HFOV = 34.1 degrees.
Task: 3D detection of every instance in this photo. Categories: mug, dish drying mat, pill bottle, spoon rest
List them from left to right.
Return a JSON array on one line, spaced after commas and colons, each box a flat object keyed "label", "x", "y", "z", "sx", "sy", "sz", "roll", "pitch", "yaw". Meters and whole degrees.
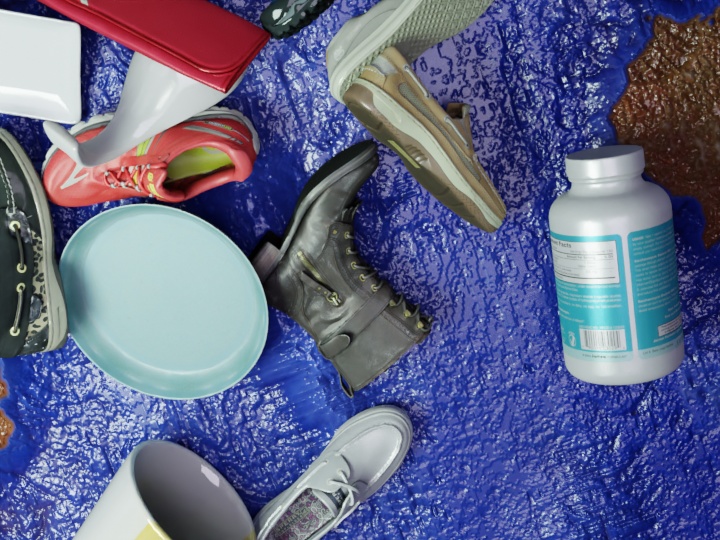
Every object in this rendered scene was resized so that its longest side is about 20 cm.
[{"label": "mug", "x": -0.198, "y": 0.272, "z": 1.072, "sx": 0.149, "sy": 0.187, "sz": 0.153, "roll": 37, "pitch": 107, "yaw": -25}, {"label": "dish drying mat", "x": -0.179, "y": -0.219, "z": 0.993, "sx": 0.198, "sy": 0.018, "sz": 0.077, "roll": 27, "pitch": 59, "yaw": 11}, {"label": "spoon rest", "x": -0.180, "y": -0.154, "z": 1.000, "sx": 0.099, "sy": 0.061, "sz": 0.200, "roll": 39, "pitch": 62, "yaw": 17}, {"label": "pill bottle", "x": 0.229, "y": -0.007, "z": 1.057, "sx": 0.109, "sy": 0.111, "sz": 0.203, "roll": -8, "pitch": 103, "yaw": -1}]

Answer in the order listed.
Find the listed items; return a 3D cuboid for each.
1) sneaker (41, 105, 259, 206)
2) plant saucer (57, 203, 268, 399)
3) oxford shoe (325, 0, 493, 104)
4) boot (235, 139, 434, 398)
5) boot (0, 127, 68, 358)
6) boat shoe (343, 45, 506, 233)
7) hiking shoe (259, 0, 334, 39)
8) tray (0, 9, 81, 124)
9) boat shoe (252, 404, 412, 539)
[{"label": "sneaker", "x": -0.186, "y": -0.092, "z": 1.023, "sx": 0.197, "sy": 0.085, "sz": 0.078, "roll": -14, "pitch": 127, "yaw": 1}, {"label": "plant saucer", "x": -0.177, "y": 0.026, "z": 1.062, "sx": 0.197, "sy": 0.027, "sz": 0.202, "roll": 5, "pitch": 119, "yaw": 9}, {"label": "oxford shoe", "x": 0.046, "y": -0.226, "z": 1.028, "sx": 0.199, "sy": 0.058, "sz": 0.075, "roll": -38, "pitch": 143, "yaw": 5}, {"label": "boot", "x": 0.000, "y": 0.000, "z": 1.075, "sx": 0.174, "sy": 0.069, "sz": 0.200, "roll": 39, "pitch": 108, "yaw": -10}, {"label": "boot", "x": -0.342, "y": -0.011, "z": 1.006, "sx": 0.153, "sy": 0.073, "sz": 0.206, "roll": -20, "pitch": 103, "yaw": -41}, {"label": "boat shoe", "x": 0.075, "y": -0.115, "z": 1.033, "sx": 0.200, "sy": 0.071, "sz": 0.076, "roll": 43, "pitch": 79, "yaw": -34}, {"label": "hiking shoe", "x": -0.034, "y": -0.293, "z": 1.010, "sx": 0.086, "sy": 0.074, "sz": 0.201, "roll": 36, "pitch": 89, "yaw": -2}, {"label": "tray", "x": -0.340, "y": -0.190, "z": 1.020, "sx": 0.197, "sy": 0.022, "sz": 0.108, "roll": 9, "pitch": 131, "yaw": -4}, {"label": "boat shoe", "x": -0.029, "y": 0.209, "z": 1.114, "sx": 0.199, "sy": 0.069, "sz": 0.072, "roll": -36, "pitch": 102, "yaw": 6}]
